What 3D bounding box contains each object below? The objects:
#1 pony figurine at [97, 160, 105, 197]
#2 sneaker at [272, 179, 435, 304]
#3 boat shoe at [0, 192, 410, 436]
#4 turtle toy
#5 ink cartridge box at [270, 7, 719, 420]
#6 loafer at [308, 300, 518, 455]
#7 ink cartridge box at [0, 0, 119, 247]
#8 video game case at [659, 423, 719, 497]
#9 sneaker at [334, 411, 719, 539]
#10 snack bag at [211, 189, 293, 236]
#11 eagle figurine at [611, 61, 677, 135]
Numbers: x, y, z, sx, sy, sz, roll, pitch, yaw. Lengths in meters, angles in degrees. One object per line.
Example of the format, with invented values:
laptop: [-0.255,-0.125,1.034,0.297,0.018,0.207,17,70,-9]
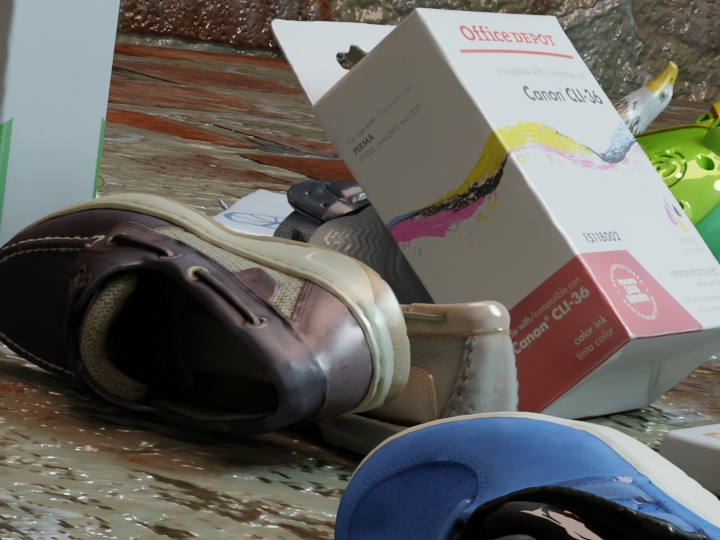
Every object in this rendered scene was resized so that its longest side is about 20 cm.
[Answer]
pony figurine: [-0.238,-0.101,1.533,0.193,0.167,0.200,45,18,19]
sneaker: [0.000,0.000,1.226,0.114,0.076,0.200,6,4,29]
boat shoe: [-0.073,0.018,0.995,0.200,0.072,0.065,12,21,41]
turtle toy: [0.152,-0.024,1.428,0.146,0.101,0.200,-15,4,3]
ink cartridge box: [0.060,-0.040,1.144,0.116,0.067,0.200,-5,58,-58]
loafer: [-0.015,0.024,1.037,0.072,0.063,0.200,0,11,-44]
ink cartridge box: [-0.220,-0.080,1.298,0.200,0.146,0.084,11,9,28]
video game case: [0.238,0.082,1.031,0.200,0.022,0.182,13,9,35]
sneaker: [0.035,0.076,0.646,0.111,0.077,0.200,14,8,-41]
snack bag: [0.013,-0.013,1.517,0.188,0.021,0.200,9,8,4]
eagle figurine: [0.163,-0.060,1.752,0.200,0.151,0.152,36,40,-25]
